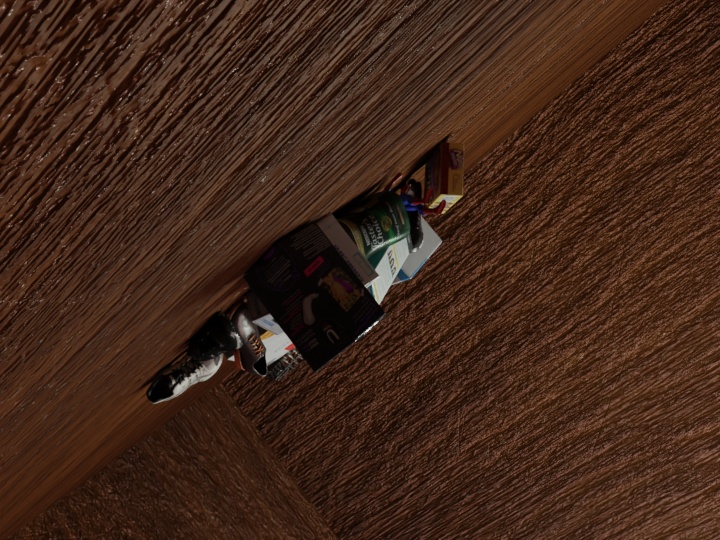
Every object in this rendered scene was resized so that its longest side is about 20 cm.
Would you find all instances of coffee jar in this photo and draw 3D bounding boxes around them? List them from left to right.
[{"bbox_3d":[0.005,-0.072,1.437,0.085,0.106,0.199,-3,-156,46],"label":"coffee jar"}]

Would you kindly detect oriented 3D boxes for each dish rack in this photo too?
[{"bbox_3d":[-0.179,0.171,1.861,0.200,0.153,0.055,-46,145,2],"label":"dish rack"}]

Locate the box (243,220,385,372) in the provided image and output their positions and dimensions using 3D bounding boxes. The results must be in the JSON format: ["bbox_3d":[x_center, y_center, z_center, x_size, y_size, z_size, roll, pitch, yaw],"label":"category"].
[{"bbox_3d":[-0.076,0.042,1.240,0.122,0.201,0.106,-39,177,39],"label":"box"}]

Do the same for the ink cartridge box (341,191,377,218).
[{"bbox_3d":[-0.036,-0.073,1.549,0.199,0.051,0.109,-38,177,-13],"label":"ink cartridge box"}]

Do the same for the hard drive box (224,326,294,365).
[{"bbox_3d":[-0.219,0.144,1.735,0.155,0.077,0.200,-35,160,9],"label":"hard drive box"}]

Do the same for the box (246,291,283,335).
[{"bbox_3d":[-0.116,0.055,1.508,0.198,0.061,0.117,-23,154,12],"label":"box"}]

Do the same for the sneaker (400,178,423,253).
[{"bbox_3d":[0.111,-0.142,1.764,0.202,0.074,0.117,-83,171,-46],"label":"sneaker"}]

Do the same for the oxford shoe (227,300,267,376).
[{"bbox_3d":[-0.228,0.143,1.561,0.071,0.072,0.202,-46,148,-32],"label":"oxford shoe"}]

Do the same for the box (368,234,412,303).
[{"bbox_3d":[0.046,-0.023,1.544,0.048,0.083,0.201,7,-138,25],"label":"box"}]

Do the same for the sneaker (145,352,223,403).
[{"bbox_3d":[-0.378,0.225,1.607,0.199,0.076,0.088,-40,178,17],"label":"sneaker"}]

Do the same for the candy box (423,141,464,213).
[{"bbox_3d":[0.186,-0.205,1.693,0.055,0.119,0.200,3,173,-4],"label":"candy box"}]

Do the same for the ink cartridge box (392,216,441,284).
[{"bbox_3d":[0.080,-0.061,1.965,0.147,0.146,0.199,-47,-169,-26],"label":"ink cartridge box"}]

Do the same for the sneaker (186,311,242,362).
[{"bbox_3d":[-0.295,0.147,1.483,0.087,0.076,0.200,-32,175,-25],"label":"sneaker"}]

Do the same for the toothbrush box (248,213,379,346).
[{"bbox_3d":[-0.086,0.019,1.356,0.200,0.147,0.085,-42,177,38],"label":"toothbrush box"}]

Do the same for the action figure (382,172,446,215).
[{"bbox_3d":[0.097,-0.160,1.525,0.199,0.065,0.100,0,-121,52],"label":"action figure"}]
